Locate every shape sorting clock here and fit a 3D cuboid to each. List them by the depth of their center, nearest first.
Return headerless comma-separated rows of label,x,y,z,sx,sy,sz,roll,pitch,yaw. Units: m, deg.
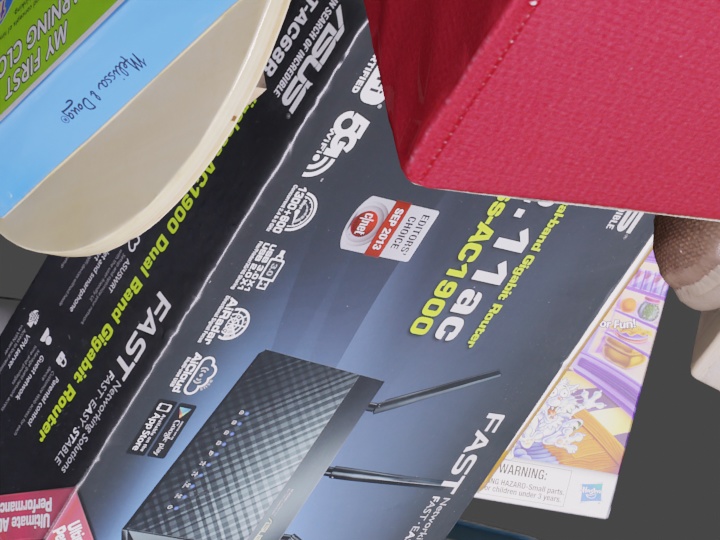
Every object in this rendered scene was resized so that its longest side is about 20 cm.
shape sorting clock,-0.064,-0.102,0.735,0.039,0.201,0.200,15,140,-32

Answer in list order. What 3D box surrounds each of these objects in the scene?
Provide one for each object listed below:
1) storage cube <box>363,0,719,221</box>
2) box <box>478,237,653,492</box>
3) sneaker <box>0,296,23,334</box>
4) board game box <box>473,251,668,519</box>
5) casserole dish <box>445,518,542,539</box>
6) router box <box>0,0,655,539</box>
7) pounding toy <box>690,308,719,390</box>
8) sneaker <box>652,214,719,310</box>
storage cube,0.103,-0.127,0.584,0.199,0.171,0.180,6,140,-28
box,0.040,-0.040,0.856,0.119,0.042,0.200,29,108,-13
sneaker,-0.062,0.033,0.996,0.199,0.075,0.100,17,122,-16
board game box,0.000,0.000,0.918,0.199,0.045,0.135,9,114,-5
casserole dish,0.016,0.124,1.054,0.199,0.121,0.039,13,105,-9
router box,-0.007,0.003,0.781,0.150,0.062,0.200,11,120,-44
pounding toy,0.197,-0.035,0.813,0.142,0.184,0.200,25,135,-6
sneaker,0.107,-0.088,0.747,0.075,0.201,0.070,27,161,-10
